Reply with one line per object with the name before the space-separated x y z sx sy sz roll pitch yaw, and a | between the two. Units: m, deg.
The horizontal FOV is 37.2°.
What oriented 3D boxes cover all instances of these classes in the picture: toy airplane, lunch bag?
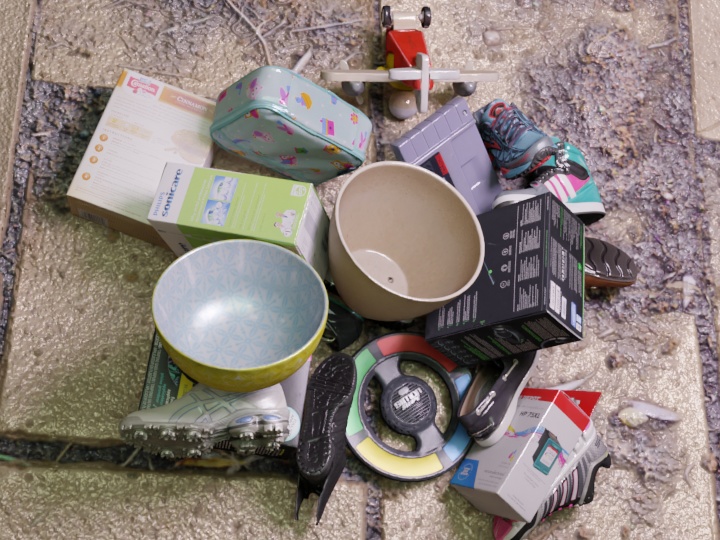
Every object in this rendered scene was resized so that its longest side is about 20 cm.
toy airplane | 0.072 -0.273 1.517 0.199 0.142 0.199 28 42 24
lunch bag | -0.093 -0.185 1.434 0.199 0.160 0.078 26 61 -34

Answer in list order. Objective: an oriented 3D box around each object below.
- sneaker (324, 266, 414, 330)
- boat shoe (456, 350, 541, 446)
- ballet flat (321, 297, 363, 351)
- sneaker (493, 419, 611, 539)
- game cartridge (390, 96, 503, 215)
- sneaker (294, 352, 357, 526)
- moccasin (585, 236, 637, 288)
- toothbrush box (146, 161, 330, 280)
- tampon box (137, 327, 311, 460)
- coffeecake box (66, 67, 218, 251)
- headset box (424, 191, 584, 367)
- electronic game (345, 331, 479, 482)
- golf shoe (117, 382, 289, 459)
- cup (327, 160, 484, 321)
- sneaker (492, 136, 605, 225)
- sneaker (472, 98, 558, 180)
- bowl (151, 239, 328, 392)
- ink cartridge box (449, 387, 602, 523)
sneaker | 0.000 0.000 1.454 0.198 0.070 0.094 31 76 4
boat shoe | 0.182 0.136 1.423 0.060 0.074 0.201 43 57 -22
ballet flat | -0.089 0.041 1.429 0.199 0.073 0.073 35 70 0
sneaker | 0.258 0.290 1.402 0.087 0.074 0.200 43 82 -17
game cartridge | 0.129 -0.119 1.478 0.129 0.038 0.201 -39 118 -22
sneaker | -0.045 0.214 1.361 0.059 0.105 0.202 10 62 11
moccasin | 0.290 -0.002 1.508 0.199 0.078 0.074 0 57 -5
toothbrush box | -0.145 -0.054 1.347 0.198 0.146 0.087 8 69 16
tampon box | -0.169 0.144 1.350 0.197 0.126 0.152 10 72 -7
coffeecake box | -0.286 -0.151 1.453 0.152 0.073 0.202 20 70 -2
headset box | 0.182 0.017 1.387 0.093 0.199 0.176 35 50 -40
electronic game | 0.064 0.179 1.423 0.197 0.042 0.202 3 72 -8
golf shoe | -0.183 0.163 1.249 0.197 0.079 0.098 0 57 -14
cup | 0.037 -0.015 1.359 0.198 0.143 0.202 12 55 -18
sneaker | 0.258 -0.129 1.516 0.198 0.083 0.122 1 68 -36
sneaker | 0.200 -0.187 1.477 0.079 0.200 0.096 -34 108 -5
bowl | -0.136 0.071 1.222 0.197 0.108 0.201 2 45 -2
ink cartridge box | 0.216 0.219 1.389 0.067 0.116 0.201 42 69 -18
